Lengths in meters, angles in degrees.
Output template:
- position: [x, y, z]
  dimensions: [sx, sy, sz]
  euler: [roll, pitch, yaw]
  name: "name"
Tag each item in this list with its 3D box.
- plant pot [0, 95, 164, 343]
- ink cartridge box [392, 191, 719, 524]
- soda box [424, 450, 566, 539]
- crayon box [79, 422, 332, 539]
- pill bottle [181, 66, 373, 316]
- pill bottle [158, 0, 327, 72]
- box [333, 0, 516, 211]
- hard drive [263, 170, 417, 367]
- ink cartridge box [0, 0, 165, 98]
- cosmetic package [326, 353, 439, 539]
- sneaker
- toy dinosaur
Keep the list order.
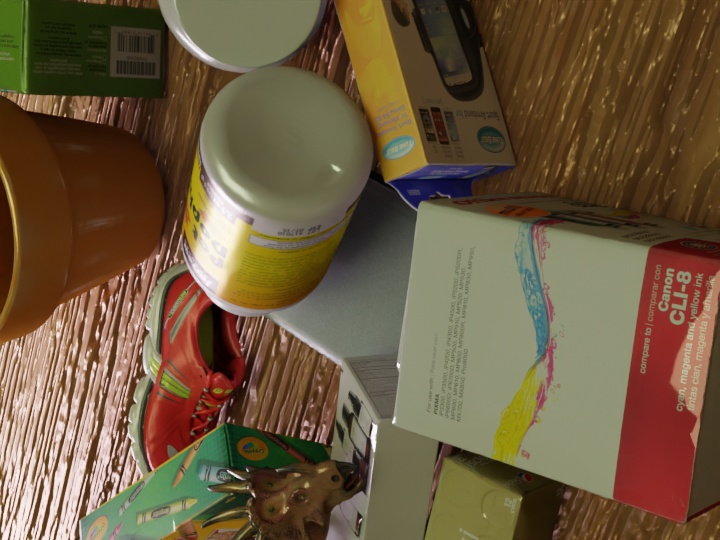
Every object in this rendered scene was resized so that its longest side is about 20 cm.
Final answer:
- position: [-0.268, -0.050, 1.048]
  dimensions: [0.199, 0.183, 0.202]
  euler: [9, 105, 38]
  name: "plant pot"
- position: [0.141, 0.040, 0.759]
  dimensions: [0.199, 0.145, 0.146]
  euler: [13, 103, 36]
  name: "ink cartridge box"
- position: [0.079, 0.225, 0.881]
  dimensions: [0.067, 0.064, 0.202]
  euler: [23, 109, 35]
  name: "soda box"
- position: [-0.116, 0.192, 0.991]
  dimensions: [0.200, 0.118, 0.059]
  euler: [-36, 52, 35]
  name: "crayon box"
- position: [-0.063, -0.041, 0.856]
  dimensions: [0.110, 0.109, 0.200]
  euler: [61, 158, 16]
  name: "pill bottle"
- position: [-0.082, -0.198, 0.872]
  dimensions: [0.200, 0.115, 0.117]
  euler: [-118, 37, -72]
  name: "pill bottle"
- position: [0.041, -0.136, 0.838]
  dimensions: [0.041, 0.119, 0.201]
  euler: [-22, 82, 34]
  name: "box"
- position: [0.000, 0.000, 0.940]
  dimensions: [0.199, 0.033, 0.140]
  euler: [31, 113, 32]
  name: "hard drive"
- position: [-0.283, -0.189, 1.073]
  dimensions: [0.199, 0.147, 0.076]
  euler: [9, 100, 38]
  name: "ink cartridge box"
- position: [0.009, 0.166, 0.895]
  dimensions: [0.083, 0.050, 0.201]
  euler: [-123, 35, -59]
  name: "cosmetic package"
- position: [-0.133, 0.095, 1.028]
  dimensions: [0.084, 0.077, 0.202]
  euler: [10, 101, 38]
  name: "sneaker"
- position: [-0.075, 0.206, 0.846]
  dimensions: [0.086, 0.136, 0.200]
  euler: [30, 76, 39]
  name: "toy dinosaur"
